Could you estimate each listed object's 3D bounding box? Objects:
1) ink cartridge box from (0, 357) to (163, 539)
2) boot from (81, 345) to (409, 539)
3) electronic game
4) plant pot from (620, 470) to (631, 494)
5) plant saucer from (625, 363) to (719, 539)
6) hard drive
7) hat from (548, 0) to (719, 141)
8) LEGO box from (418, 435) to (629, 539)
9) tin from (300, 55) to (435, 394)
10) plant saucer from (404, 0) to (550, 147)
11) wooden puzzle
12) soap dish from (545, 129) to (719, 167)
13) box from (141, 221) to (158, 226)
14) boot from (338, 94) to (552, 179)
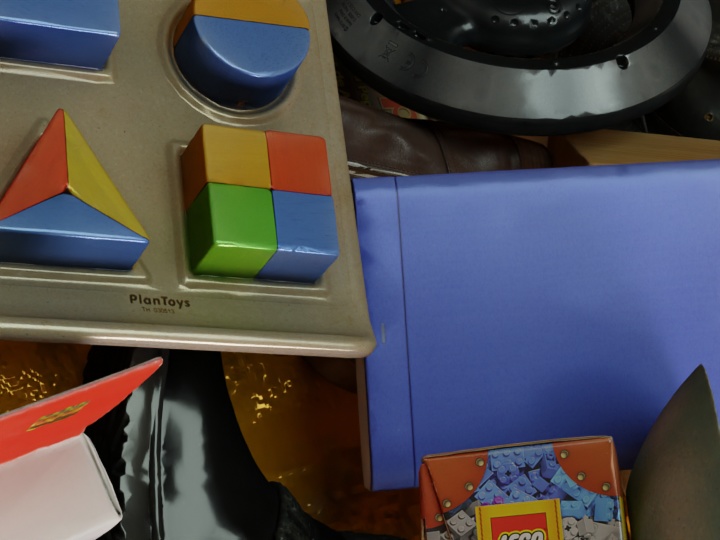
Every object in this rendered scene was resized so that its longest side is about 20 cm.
[{"bbox_3d":[-0.172,0.104,0.574,0.199,0.173,0.044,-20,80,-36],"label":"ink cartridge box"},{"bbox_3d":[-0.041,0.102,0.716,0.157,0.079,0.213,11,67,-27],"label":"boot"},{"bbox_3d":[0.076,-0.134,0.832,0.198,0.042,0.201,3,44,-3],"label":"electronic game"},{"bbox_3d":[0.226,0.095,0.889,0.198,0.028,0.201,11,55,-15],"label":"plant pot"},{"bbox_3d":[0.128,0.138,0.644,0.038,0.201,0.203,-7,68,8],"label":"plant saucer"},{"bbox_3d":[0.096,0.021,0.729,0.198,0.025,0.133,-4,90,-11],"label":"hard drive"},{"bbox_3d":[0.202,-0.108,0.877,0.199,0.081,0.202,6,55,-8],"label":"hat"},{"bbox_3d":[0.079,0.168,0.689,0.077,0.200,0.150,-7,69,8],"label":"LEGO box"},{"bbox_3d":[-0.004,-0.035,0.826,0.111,0.042,0.201,-11,76,-31],"label":"tin"},{"bbox_3d":[0.118,-0.132,0.944,0.199,0.037,0.202,13,63,-28],"label":"plant saucer"},{"bbox_3d":[-0.085,-0.062,0.660,0.184,0.046,0.201,4,59,-25],"label":"wooden puzzle"},{"bbox_3d":[0.183,0.018,0.806,0.198,0.081,0.159,6,95,3],"label":"soap dish"},{"bbox_3d":[-0.170,-0.030,0.677,0.199,0.033,0.121,-9,37,-30],"label":"box"},{"bbox_3d":[0.000,0.000,0.753,0.199,0.064,0.188,12,58,-28],"label":"boot"}]
